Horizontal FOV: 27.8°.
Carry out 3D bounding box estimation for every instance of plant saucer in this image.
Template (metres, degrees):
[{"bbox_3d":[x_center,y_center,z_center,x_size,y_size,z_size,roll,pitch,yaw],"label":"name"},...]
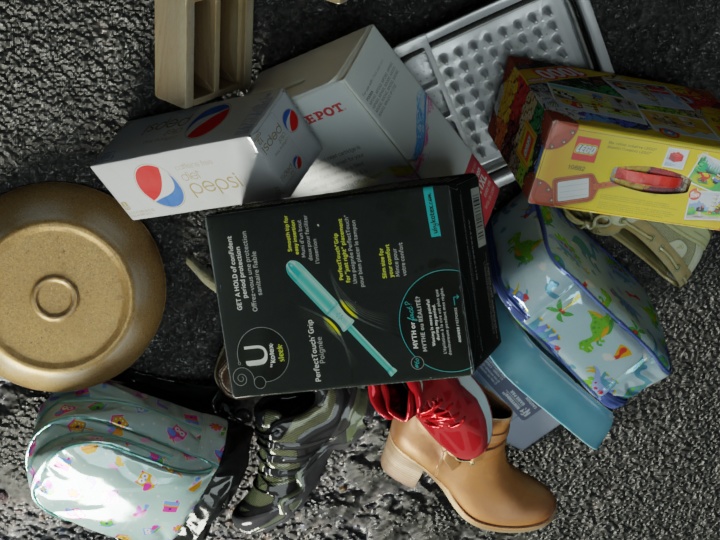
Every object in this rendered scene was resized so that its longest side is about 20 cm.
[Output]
[{"bbox_3d":[-0.277,0.021,1.328,0.199,0.035,0.201,-2,105,-8],"label":"plant saucer"}]

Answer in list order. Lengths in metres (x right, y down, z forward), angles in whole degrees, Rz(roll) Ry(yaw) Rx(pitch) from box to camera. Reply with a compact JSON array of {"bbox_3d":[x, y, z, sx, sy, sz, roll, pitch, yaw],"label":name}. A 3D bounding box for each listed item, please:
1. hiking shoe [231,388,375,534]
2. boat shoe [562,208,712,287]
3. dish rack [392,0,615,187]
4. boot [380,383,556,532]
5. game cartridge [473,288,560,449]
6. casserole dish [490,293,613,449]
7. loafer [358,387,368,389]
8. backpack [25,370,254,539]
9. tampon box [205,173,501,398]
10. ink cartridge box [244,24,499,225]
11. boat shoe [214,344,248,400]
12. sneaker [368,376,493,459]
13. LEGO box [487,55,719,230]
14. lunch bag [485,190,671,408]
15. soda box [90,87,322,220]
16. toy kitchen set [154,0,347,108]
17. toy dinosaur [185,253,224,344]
[{"bbox_3d":[-0.078,0.173,1.463,0.101,0.076,0.200,37,98,-17],"label":"hiking shoe"},{"bbox_3d":[0.249,-0.043,1.376,0.200,0.073,0.063,22,91,-35],"label":"boat shoe"},{"bbox_3d":[0.126,-0.166,1.318,0.199,0.044,0.172,-24,119,4],"label":"dish rack"},{"bbox_3d":[0.127,0.182,1.457,0.199,0.074,0.155,19,137,-6],"label":"boot"},{"bbox_3d":[0.144,0.089,1.468,0.133,0.041,0.200,-38,118,8],"label":"game cartridge"},{"bbox_3d":[0.175,0.090,1.380,0.039,0.121,0.200,-42,123,14],"label":"casserole dish"},{"bbox_3d":[0.050,0.048,1.375,0.070,0.068,0.201,40,125,9],"label":"loafer"},{"bbox_3d":[-0.221,0.183,1.404,0.199,0.127,0.167,24,116,-17],"label":"backpack"},{"bbox_3d":[-0.003,0.011,1.170,0.199,0.126,0.151,-6,95,16],"label":"tampon box"},{"bbox_3d":[0.003,-0.098,1.271,0.145,0.083,0.200,-15,125,40],"label":"ink cartridge box"},{"bbox_3d":[-0.061,0.055,1.383,0.202,0.075,0.075,-41,101,10],"label":"boat shoe"},{"bbox_3d":[0.053,0.122,1.319,0.078,0.116,0.200,-18,119,29],"label":"sneaker"},{"bbox_3d":[0.227,-0.110,1.258,0.199,0.149,0.077,7,118,-15],"label":"LEGO box"},{"bbox_3d":[0.203,0.022,1.371,0.082,0.161,0.200,-38,118,22],"label":"lunch bag"},{"bbox_3d":[-0.133,-0.096,1.237,0.199,0.064,0.068,-5,131,41],"label":"soda box"},{"bbox_3d":[-0.044,-0.219,1.199,0.163,0.199,0.181,-28,132,-44],"label":"toy kitchen set"},{"bbox_3d":[-0.079,0.040,1.335,0.199,0.089,0.047,8,158,19],"label":"toy dinosaur"}]
